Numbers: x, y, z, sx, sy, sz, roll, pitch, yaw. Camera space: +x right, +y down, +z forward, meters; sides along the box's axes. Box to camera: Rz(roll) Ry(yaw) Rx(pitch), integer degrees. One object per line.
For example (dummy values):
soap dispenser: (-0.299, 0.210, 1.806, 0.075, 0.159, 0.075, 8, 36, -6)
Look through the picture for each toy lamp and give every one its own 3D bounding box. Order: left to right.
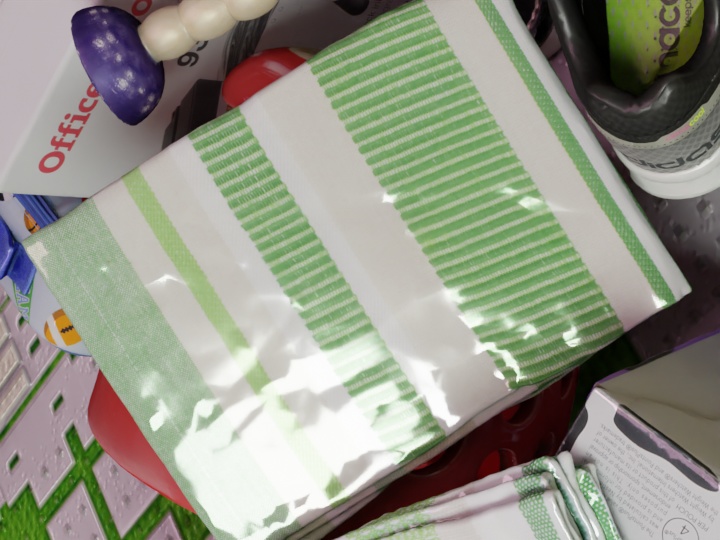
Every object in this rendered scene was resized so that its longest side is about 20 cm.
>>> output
toy lamp: (-0.016, -0.122, 0.765, 0.199, 0.058, 0.058, -27, 66, 12)

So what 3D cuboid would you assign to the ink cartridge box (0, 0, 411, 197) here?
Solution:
ink cartridge box: (-0.074, -0.109, 0.913, 0.145, 0.199, 0.084, -55, 52, 31)

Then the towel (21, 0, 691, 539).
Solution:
towel: (0.000, 0.000, 0.723, 0.199, 0.023, 0.153, -32, 93, 3)

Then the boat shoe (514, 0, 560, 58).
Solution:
boat shoe: (0.033, -0.182, 0.900, 0.074, 0.060, 0.201, -37, 63, 39)

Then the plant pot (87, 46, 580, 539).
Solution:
plant pot: (0.002, 0.010, 0.831, 0.200, 0.200, 0.183, 26, 103, 45)

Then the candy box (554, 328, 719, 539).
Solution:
candy box: (0.105, 0.124, 0.728, 0.071, 0.167, 0.201, 36, 117, 23)

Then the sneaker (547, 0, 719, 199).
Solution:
sneaker: (0.105, -0.130, 0.709, 0.073, 0.087, 0.201, -4, 83, 22)

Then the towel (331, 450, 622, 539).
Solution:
towel: (0.018, 0.159, 0.673, 0.199, 0.031, 0.150, -24, 84, 35)

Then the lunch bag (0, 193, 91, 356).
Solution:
lunch bag: (-0.132, -0.033, 1.006, 0.200, 0.160, 0.076, 46, 122, 39)
